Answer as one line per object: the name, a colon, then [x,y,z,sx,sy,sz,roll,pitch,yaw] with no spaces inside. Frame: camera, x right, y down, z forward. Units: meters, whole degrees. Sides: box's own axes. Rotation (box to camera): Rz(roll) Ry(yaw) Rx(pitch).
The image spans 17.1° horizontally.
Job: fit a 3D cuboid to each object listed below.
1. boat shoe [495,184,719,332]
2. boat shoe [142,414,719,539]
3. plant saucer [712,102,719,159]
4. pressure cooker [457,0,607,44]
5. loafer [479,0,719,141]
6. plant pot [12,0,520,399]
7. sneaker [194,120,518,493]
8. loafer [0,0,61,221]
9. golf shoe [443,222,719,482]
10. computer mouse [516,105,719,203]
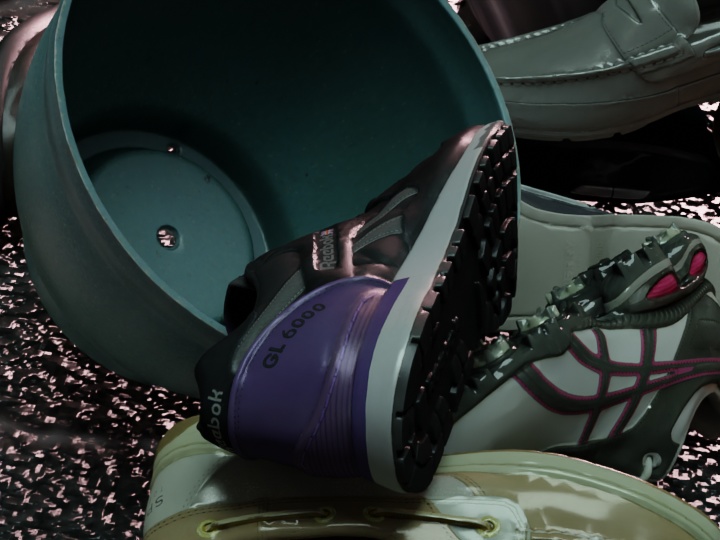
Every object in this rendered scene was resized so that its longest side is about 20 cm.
boat shoe: [0.072,-0.001,1.042,0.199,0.073,0.063,10,-8,15]
boat shoe: [0.022,0.102,0.806,0.199,0.074,0.067,6,45,8]
plant saucer: [0.259,-0.044,1.095,0.199,0.035,0.201,16,34,-11]
pressure cooker: [0.120,-0.180,1.170,0.179,0.200,0.176,-42,56,-6]
loafer: [0.134,-0.105,1.062,0.199,0.070,0.070,-11,32,-7]
plant pot: [-0.055,-0.031,0.947,0.199,0.134,0.201,14,60,-26]
sneaker: [0.000,0.000,0.834,0.087,0.076,0.200,4,27,16]
loafer: [-0.117,-0.087,1.100,0.071,0.073,0.200,11,35,11]
golf shoe: [0.080,0.054,0.915,0.200,0.077,0.088,-28,91,-38]
computer mouse: [0.138,-0.038,1.102,0.199,0.046,0.141,5,36,-15]
